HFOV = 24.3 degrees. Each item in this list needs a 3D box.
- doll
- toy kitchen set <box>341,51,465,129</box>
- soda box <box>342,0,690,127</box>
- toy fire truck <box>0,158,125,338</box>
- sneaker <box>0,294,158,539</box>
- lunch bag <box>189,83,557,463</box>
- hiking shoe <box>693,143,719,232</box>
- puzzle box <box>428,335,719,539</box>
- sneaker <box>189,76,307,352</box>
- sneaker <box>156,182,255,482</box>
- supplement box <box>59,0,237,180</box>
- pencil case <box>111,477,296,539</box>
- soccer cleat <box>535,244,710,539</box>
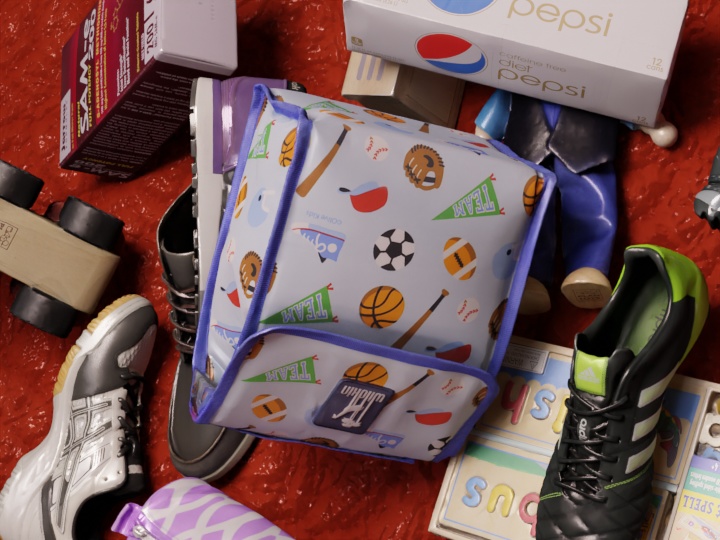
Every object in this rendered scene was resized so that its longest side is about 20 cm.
[{"bbox_3d":[0.129,-0.075,1.042,0.136,0.048,0.200,-7,67,23],"label":"doll"},{"bbox_3d":[-0.040,-0.206,1.131,0.200,0.163,0.181,6,77,36],"label":"toy kitchen set"},{"bbox_3d":[0.093,-0.152,1.013,0.200,0.064,0.068,15,69,9],"label":"soda box"},{"bbox_3d":[-0.278,-0.019,1.258,0.129,0.176,0.200,-63,11,0],"label":"toy fire truck"},{"bbox_3d":[-0.177,0.118,1.179,0.088,0.076,0.200,25,92,22],"label":"sneaker"},{"bbox_3d":[0.002,0.012,0.982,0.124,0.170,0.200,-134,59,-66],"label":"lunch bag"},{"bbox_3d":[0.279,-0.054,0.915,0.200,0.074,0.087,9,80,36],"label":"hiking shoe"},{"bbox_3d":[0.143,0.119,0.978,0.200,0.025,0.133,12,81,36],"label":"puzzle box"},{"bbox_3d":[-0.060,-0.020,1.041,0.087,0.076,0.201,-1,97,-3],"label":"sneaker"},{"bbox_3d":[-0.109,0.038,1.127,0.075,0.106,0.200,9,79,36],"label":"sneaker"},{"bbox_3d":[-0.156,-0.154,1.205,0.200,0.061,0.109,-36,51,54],"label":"supplement box"},{"bbox_3d":[-0.068,0.202,1.055,0.200,0.085,0.084,27,85,36],"label":"pencil case"},{"bbox_3d":[0.135,0.080,0.929,0.067,0.081,0.200,16,83,37],"label":"soccer cleat"}]
